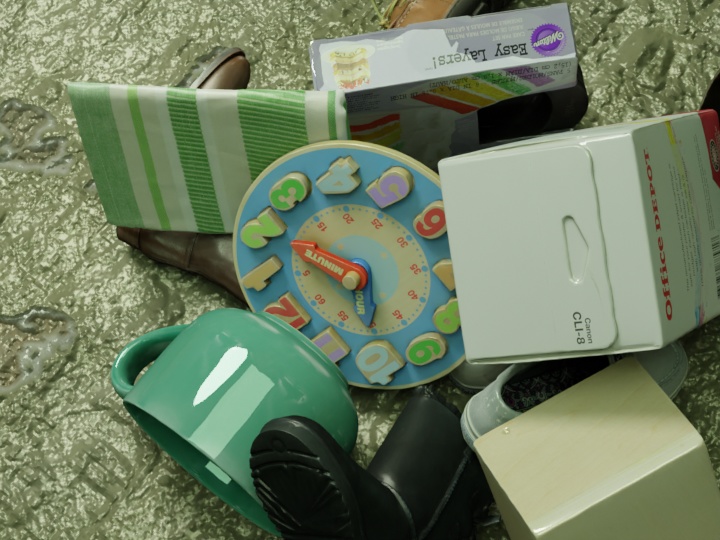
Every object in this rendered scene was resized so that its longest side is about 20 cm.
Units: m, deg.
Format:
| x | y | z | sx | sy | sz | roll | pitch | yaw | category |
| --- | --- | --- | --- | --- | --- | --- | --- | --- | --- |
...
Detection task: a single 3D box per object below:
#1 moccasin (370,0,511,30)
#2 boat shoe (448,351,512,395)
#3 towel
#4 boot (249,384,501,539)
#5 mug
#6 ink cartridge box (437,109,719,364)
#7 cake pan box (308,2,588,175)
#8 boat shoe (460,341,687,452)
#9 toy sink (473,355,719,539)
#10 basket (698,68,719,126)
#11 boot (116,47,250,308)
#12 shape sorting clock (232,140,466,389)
| x | y | z | sx | sy | sz | roll | pitch | yaw | category |
| --- | --- | --- | --- | --- | --- | --- | --- | --- | --- |
| 0.052 | -0.203 | 1.526 | 0.078 | 0.074 | 0.201 | 34 | 77 | 26 | moccasin |
| 0.112 | -0.007 | 1.443 | 0.071 | 0.070 | 0.200 | 20 | 72 | 12 | boat shoe |
| -0.101 | -0.080 | 1.396 | 0.199 | 0.153 | 0.023 | 3 | 50 | 10 | towel |
| 0.017 | 0.141 | 1.319 | 0.073 | 0.199 | 0.163 | -7 | 31 | 40 | boot |
| -0.089 | 0.090 | 1.374 | 0.185 | 0.152 | 0.114 | 39 | 76 | 4 | mug |
| 0.164 | -0.025 | 1.324 | 0.144 | 0.200 | 0.146 | -7 | 94 | 27 | ink cartridge box |
| 0.069 | -0.128 | 1.435 | 0.199 | 0.184 | 0.052 | -9 | 72 | 1 | cake pan box |
| 0.166 | 0.082 | 1.370 | 0.200 | 0.072 | 0.070 | -17 | 69 | -30 | boat shoe |
| 0.177 | 0.181 | 1.329 | 0.130 | 0.200 | 0.112 | -28 | 39 | -5 | toy sink |
| 0.363 | -0.090 | 1.397 | 0.200 | 0.181 | 0.136 | -11 | 40 | -26 | basket |
| -0.064 | -0.055 | 1.480 | 0.200 | 0.064 | 0.187 | 27 | 86 | 18 | boot |
| 0.000 | 0.000 | 1.379 | 0.200 | 0.200 | 0.039 | 21 | 37 | 12 | shape sorting clock |
